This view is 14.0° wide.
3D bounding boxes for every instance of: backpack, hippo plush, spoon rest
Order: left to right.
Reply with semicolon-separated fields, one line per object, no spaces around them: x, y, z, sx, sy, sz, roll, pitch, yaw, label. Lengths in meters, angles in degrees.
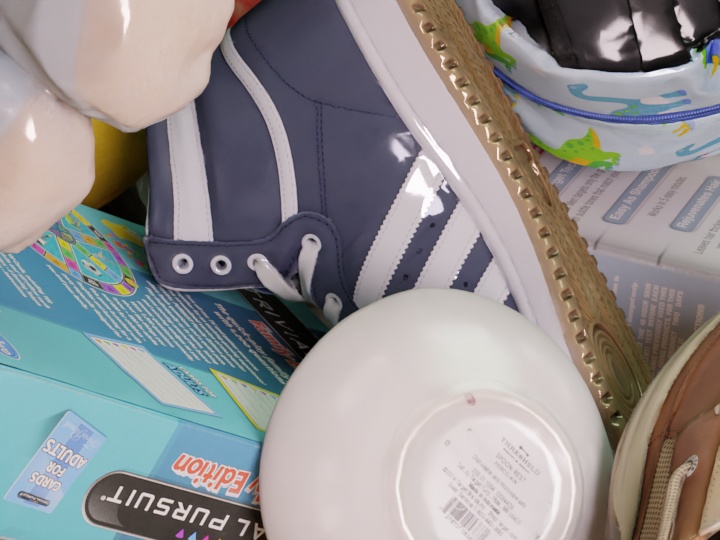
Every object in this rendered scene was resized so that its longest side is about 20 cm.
-0.104;-0.090;0.782;0.160;0.200;0.161;57;18;-2;hippo plush
0.054;0.092;0.779;0.200;0.099;0.061;48;-17;-8;spoon rest
0.075;-0.131;0.911;0.154;0.162;0.201;85;-16;-54;backpack

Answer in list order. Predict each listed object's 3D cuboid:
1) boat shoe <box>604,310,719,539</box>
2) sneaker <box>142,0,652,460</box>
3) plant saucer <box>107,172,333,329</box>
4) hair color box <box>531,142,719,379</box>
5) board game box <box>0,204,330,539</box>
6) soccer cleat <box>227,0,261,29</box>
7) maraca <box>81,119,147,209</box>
0.099;0.076;0.724;0.076;0.201;0.072;38;-36;-16;boat shoe
0.010;0.011;0.847;0.201;0.108;0.070;63;15;6;sneaker
0.000;0.000;1.034;0.199;0.050;0.200;16;29;-9;plant saucer
0.115;0.009;0.921;0.199;0.061;0.099;14;25;17;hair color box
-0.071;0.030;0.819;0.199;0.047;0.151;21;16;-41;board game box
0.017;-0.059;0.994;0.077;0.067;0.200;61;15;23;soccer cleat
-0.108;-0.060;0.922;0.199;0.108;0.137;16;-2;-25;maraca
